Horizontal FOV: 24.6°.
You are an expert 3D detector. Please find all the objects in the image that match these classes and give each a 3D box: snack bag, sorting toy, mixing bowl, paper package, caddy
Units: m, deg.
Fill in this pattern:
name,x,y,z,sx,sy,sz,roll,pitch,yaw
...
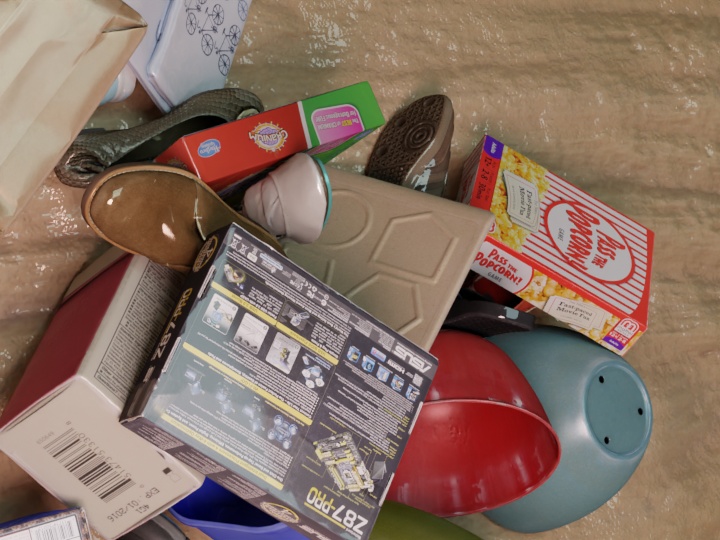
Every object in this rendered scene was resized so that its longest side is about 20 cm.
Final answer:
name,x,y,z,sx,sy,sz,roll,pitch,yaw
snack bag,-0.153,-0.236,1.395,0.200,0.021,0.190,55,45,-52
sorting toy,0.000,0.000,1.437,0.201,0.184,0.037,-59,155,-33
mixing bowl,0.070,0.123,1.445,0.199,0.200,0.109,21,46,-32
paper package,-0.268,-0.129,1.199,0.103,0.200,0.191,39,77,-22
caddy,-0.071,0.152,1.315,0.105,0.199,0.142,46,55,-40

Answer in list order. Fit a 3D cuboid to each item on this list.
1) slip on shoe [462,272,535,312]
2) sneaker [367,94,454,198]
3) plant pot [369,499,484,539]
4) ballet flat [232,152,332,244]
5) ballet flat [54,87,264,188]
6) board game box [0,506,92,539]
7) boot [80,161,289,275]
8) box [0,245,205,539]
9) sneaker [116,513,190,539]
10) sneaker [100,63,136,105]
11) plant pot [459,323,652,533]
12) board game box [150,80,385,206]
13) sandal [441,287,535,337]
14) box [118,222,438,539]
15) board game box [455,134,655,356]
name,x,y,z,sx,sy,sz,roll,pitch,yaw
slip on shoe,0.156,0.002,1.600,0.200,0.061,0.074,-35,84,-38
sneaker,0.047,-0.070,1.550,0.076,0.070,0.201,48,56,-41
plant pot,0.068,0.288,1.361,0.186,0.199,0.189,3,84,-34
ballet flat,-0.070,-0.049,1.354,0.069,0.200,0.070,1,85,-11
ballet flat,-0.161,-0.104,1.374,0.199,0.068,0.046,-17,46,-32
board game box,-0.261,0.288,1.178,0.158,0.097,0.202,-12,86,-33
boot,-0.118,-0.021,1.234,0.199,0.075,0.074,25,104,-43
box,-0.174,0.080,1.258,0.128,0.109,0.201,45,32,-19
sneaker,-0.153,0.280,1.289,0.082,0.073,0.202,-25,94,-38
sneaker,-0.250,-0.227,1.342,0.082,0.074,0.202,-26,95,-43
plant pot,0.195,0.140,1.555,0.199,0.134,0.202,10,72,-35
board game box,-0.098,-0.090,1.374,0.199,0.153,0.041,-22,86,-38
sandal,0.092,0.031,1.459,0.074,0.200,0.046,15,79,-25
box,-0.054,0.086,1.193,0.199,0.049,0.162,33,62,-21
board game box,0.182,-0.026,1.562,0.199,0.046,0.152,29,38,-10
